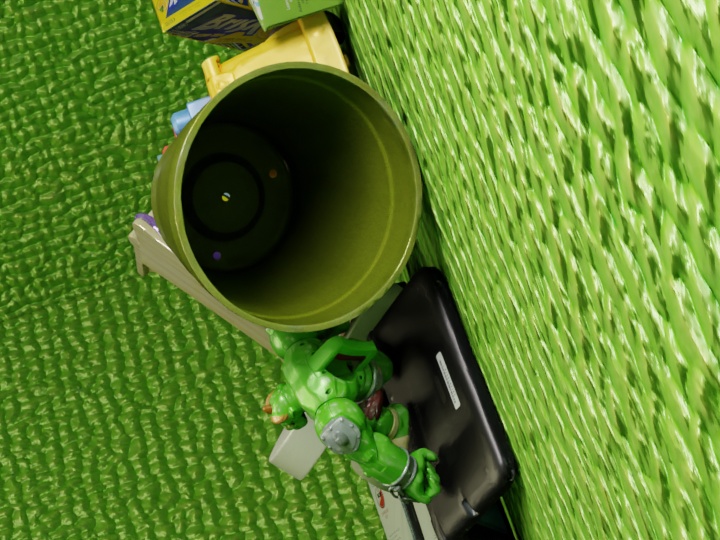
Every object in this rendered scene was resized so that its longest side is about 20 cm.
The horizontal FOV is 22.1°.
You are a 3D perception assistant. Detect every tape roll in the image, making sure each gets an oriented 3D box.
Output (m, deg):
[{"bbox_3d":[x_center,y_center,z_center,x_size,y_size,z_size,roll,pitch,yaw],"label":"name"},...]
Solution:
[{"bbox_3d":[-0.019,0.096,1.681,0.037,0.204,0.203,30,177,-2],"label":"tape roll"}]

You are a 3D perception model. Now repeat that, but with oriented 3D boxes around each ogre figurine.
[{"bbox_3d":[-0.015,0.093,1.477,0.120,0.098,0.202,27,-134,-52],"label":"ogre figurine"}]

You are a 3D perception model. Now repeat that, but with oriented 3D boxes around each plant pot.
[{"bbox_3d":[-0.081,-0.058,1.462,0.193,0.199,0.202,5,114,67],"label":"plant pot"}]

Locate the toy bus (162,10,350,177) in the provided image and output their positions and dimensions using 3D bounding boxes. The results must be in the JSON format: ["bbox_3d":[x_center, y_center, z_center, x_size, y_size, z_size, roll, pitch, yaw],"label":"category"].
[{"bbox_3d":[-0.086,-0.128,1.664,0.200,0.191,0.137,84,166,-78],"label":"toy bus"}]

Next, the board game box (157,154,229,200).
[{"bbox_3d":[-0.095,-0.083,1.897,0.105,0.198,0.104,-114,6,-55],"label":"board game box"}]

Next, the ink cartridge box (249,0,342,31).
[{"bbox_3d":[-0.087,-0.329,1.574,0.148,0.075,0.201,-116,7,-62],"label":"ink cartridge box"}]

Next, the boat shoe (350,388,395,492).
[{"bbox_3d":[0.024,0.136,1.655,0.063,0.071,0.200,-62,7,11],"label":"boat shoe"}]

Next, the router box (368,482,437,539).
[{"bbox_3d":[0.069,0.233,1.824,0.200,0.048,0.181,121,133,-65],"label":"router box"}]

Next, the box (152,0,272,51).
[{"bbox_3d":[-0.117,-0.254,1.739,0.200,0.070,0.065,3,-116,-62],"label":"box"}]

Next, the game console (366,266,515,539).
[{"bbox_3d":[0.093,0.120,1.530,0.176,0.116,0.201,-55,48,47],"label":"game console"}]

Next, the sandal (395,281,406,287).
[{"bbox_3d":[0.060,0.085,1.734,0.076,0.042,0.201,87,173,-47],"label":"sandal"}]

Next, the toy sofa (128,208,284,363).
[{"bbox_3d":[-0.106,0.000,1.639,0.199,0.083,0.098,33,154,18],"label":"toy sofa"}]
